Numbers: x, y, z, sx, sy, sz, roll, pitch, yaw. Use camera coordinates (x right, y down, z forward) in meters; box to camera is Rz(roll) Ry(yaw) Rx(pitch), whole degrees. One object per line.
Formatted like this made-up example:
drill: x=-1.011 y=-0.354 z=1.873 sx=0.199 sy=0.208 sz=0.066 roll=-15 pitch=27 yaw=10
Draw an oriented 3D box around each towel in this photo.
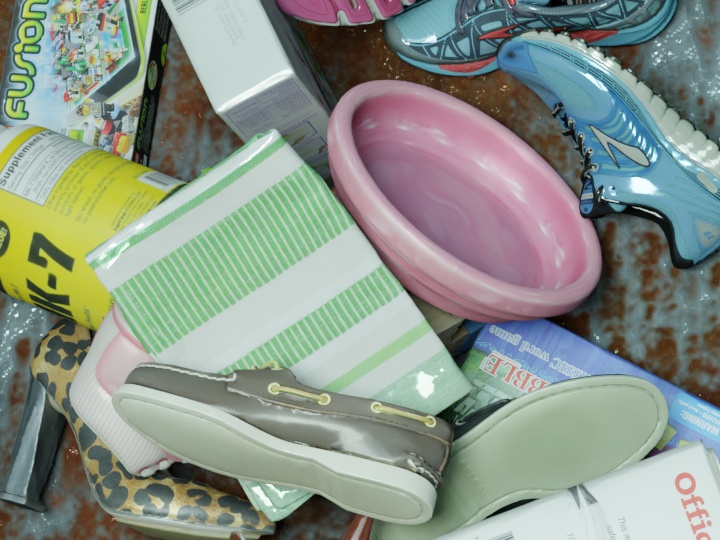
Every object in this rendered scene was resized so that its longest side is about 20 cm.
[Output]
towel: x=-0.051 y=0.033 z=1.307 sx=0.152 sy=0.023 sz=0.200 roll=-34 pitch=99 yaw=8

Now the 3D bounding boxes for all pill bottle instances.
pill bottle: x=-0.197 y=-0.030 z=1.452 sx=0.199 sy=0.114 sz=0.115 roll=21 pitch=79 yaw=17

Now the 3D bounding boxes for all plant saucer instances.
plant saucer: x=0.060 y=-0.037 z=1.390 sx=0.201 sy=0.200 sz=0.051 roll=49 pitch=123 yaw=21

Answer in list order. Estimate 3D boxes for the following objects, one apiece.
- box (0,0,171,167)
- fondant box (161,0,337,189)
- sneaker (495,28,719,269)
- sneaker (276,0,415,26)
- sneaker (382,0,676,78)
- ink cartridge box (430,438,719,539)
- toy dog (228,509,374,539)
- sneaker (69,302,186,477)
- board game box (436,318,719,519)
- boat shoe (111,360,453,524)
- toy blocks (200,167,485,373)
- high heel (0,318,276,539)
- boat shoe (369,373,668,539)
box: x=-0.193 y=-0.160 z=1.549 sx=0.110 sy=0.035 sz=0.201 roll=3 pitch=74 yaw=14
fondant box: x=-0.068 y=-0.140 z=1.426 sx=0.058 sy=0.200 sz=0.145 roll=-29 pitch=70 yaw=7
sneaker: x=0.161 y=-0.079 z=1.409 sx=0.200 sy=0.078 sz=0.090 roll=40 pitch=92 yaw=7
sneaker: x=0.014 y=-0.221 z=1.476 sx=0.200 sy=0.074 sz=0.087 roll=-34 pitch=23 yaw=-25
sneaker: x=0.108 y=-0.190 z=1.458 sx=0.199 sy=0.096 sz=0.080 roll=-11 pitch=71 yaw=9
ink cartridge box: x=0.140 y=0.206 z=1.292 sx=0.199 sy=0.084 sz=0.145 roll=-21 pitch=70 yaw=7
toy dog: x=-0.039 y=0.195 z=1.328 sx=0.200 sy=0.132 sz=0.097 roll=-3 pitch=57 yaw=47
sneaker: x=-0.096 y=0.091 z=1.399 sx=0.105 sy=0.200 sz=0.075 roll=-53 pitch=32 yaw=16
board game box: x=0.127 y=0.148 z=1.380 sx=0.200 sy=0.041 sz=0.200 roll=27 pitch=81 yaw=19
boat shoe: x=-0.045 y=0.089 z=1.279 sx=0.199 sy=0.072 sz=0.060 roll=16 pitch=61 yaw=9
toy blocks: x=0.000 y=0.000 z=1.408 sx=0.200 sy=0.137 sz=0.100 roll=44 pitch=129 yaw=16
high heel: x=-0.136 y=0.101 z=1.440 sx=0.199 sy=0.071 sz=0.143 roll=9 pitch=75 yaw=19
boat shoe: x=0.094 y=0.112 z=1.343 sx=0.199 sy=0.066 sz=0.075 roll=-32 pitch=102 yaw=10
